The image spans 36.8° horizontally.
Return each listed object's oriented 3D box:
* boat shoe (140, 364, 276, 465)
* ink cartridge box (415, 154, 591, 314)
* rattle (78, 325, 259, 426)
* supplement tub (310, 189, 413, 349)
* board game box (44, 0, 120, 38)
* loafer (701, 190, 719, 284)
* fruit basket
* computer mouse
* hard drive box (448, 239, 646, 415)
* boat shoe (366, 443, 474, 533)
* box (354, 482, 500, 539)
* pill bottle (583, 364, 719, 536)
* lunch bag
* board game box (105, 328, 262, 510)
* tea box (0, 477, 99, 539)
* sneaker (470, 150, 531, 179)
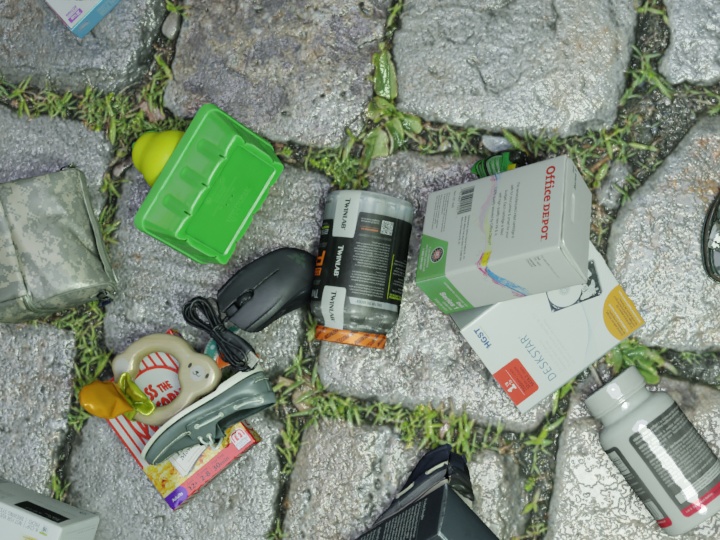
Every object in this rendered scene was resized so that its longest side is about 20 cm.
[{"bbox_3d":[-0.201,0.205,1.438,0.200,0.073,0.062,-36,76,-3],"label":"boat shoe"},{"bbox_3d":[0.179,-0.043,1.336,0.199,0.084,0.145,-14,49,32],"label":"ink cartridge box"},{"bbox_3d":[-0.250,0.128,1.424,0.199,0.143,0.131,-14,63,12],"label":"rattle"},{"bbox_3d":[0.000,0.000,1.448,0.122,0.123,0.201,8,85,10],"label":"supplement tub"},{"bbox_3d":[-0.430,-0.470,1.607,0.153,0.040,0.200,-43,80,3],"label":"board game box"},{"bbox_3d":[0.494,-0.082,1.408,0.071,0.063,0.201,16,87,10],"label":"loafer"},{"bbox_3d":[-0.229,-0.127,1.510,0.215,0.155,0.217,-29,45,34],"label":"fruit basket"},{"bbox_3d":[-0.130,0.032,1.459,0.200,0.053,0.138,-38,67,-25],"label":"computer mouse"},{"bbox_3d":[0.239,0.061,1.395,0.200,0.077,0.156,-38,111,4],"label":"hard drive box"},{"bbox_3d":[0.073,0.314,1.438,0.075,0.093,0.200,39,118,-21],"label":"boat shoe"},{"bbox_3d":[0.076,0.389,1.355,0.200,0.104,0.148,-36,104,22],"label":"box"},{"bbox_3d":[0.374,0.224,1.372,0.110,0.111,0.200,-36,80,4],"label":"pill bottle"},{"bbox_3d":[-0.441,-0.033,1.513,0.167,0.139,0.201,-18,82,7],"label":"lunch bag"},{"bbox_3d":[-0.257,0.206,1.506,0.151,0.046,0.200,-41,80,2],"label":"board game box"},{"bbox_3d":[-0.498,0.401,1.480,0.199,0.134,0.198,20,87,11],"label":"tea box"},{"bbox_3d":[0.190,-0.058,1.459,0.085,0.078,0.201,-2,86,32],"label":"sneaker"}]
